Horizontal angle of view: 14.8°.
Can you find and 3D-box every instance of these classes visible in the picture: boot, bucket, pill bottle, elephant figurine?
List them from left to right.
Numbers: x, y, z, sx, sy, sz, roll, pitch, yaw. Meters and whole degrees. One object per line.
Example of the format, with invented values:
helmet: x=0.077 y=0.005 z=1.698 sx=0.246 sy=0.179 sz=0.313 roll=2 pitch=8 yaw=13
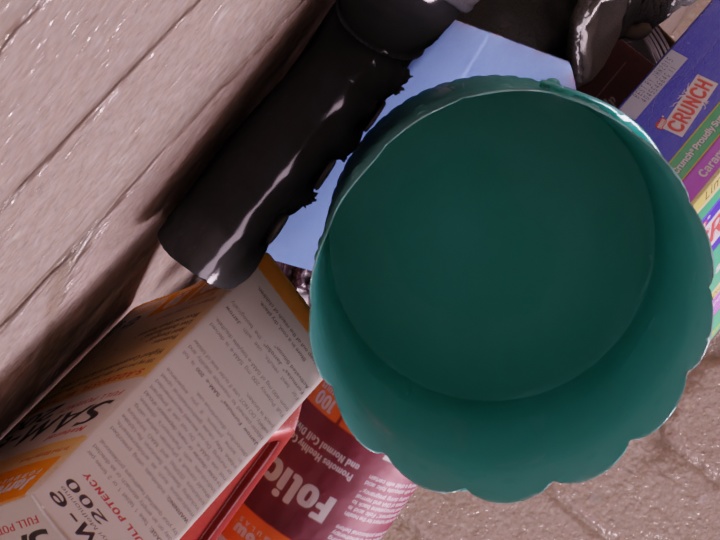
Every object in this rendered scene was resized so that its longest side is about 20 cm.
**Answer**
boot: x=-0.027 y=-0.079 z=1.309 sx=0.200 sy=0.066 sz=0.165 roll=-46 pitch=172 yaw=10
pill bottle: x=-0.033 y=0.136 z=1.741 sx=0.200 sy=0.114 sz=0.114 roll=-56 pitch=174 yaw=15
bucket: x=0.071 y=0.000 z=1.372 sx=0.207 sy=0.207 sz=0.135 roll=-52 pitch=-171 yaw=10
elephant figurine: x=0.106 y=-0.153 z=1.552 sx=0.200 sy=0.142 sz=0.155 roll=-44 pitch=-171 yaw=-4

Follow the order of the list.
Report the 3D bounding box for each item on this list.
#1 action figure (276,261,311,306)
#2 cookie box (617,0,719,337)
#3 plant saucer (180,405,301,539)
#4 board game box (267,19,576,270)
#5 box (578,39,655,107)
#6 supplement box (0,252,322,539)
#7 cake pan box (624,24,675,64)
action figure: x=0.000 y=0.000 z=1.543 sx=0.069 sy=0.199 sz=0.131 roll=-122 pitch=-143 yaw=-64
cookie box: x=0.181 y=-0.031 z=1.593 sx=0.171 sy=0.075 sz=0.200 roll=-47 pitch=156 yaw=-29
plant saucer: x=-0.135 y=0.139 z=1.585 sx=0.199 sy=0.037 sz=0.200 roll=-12 pitch=147 yaw=-43
board game box: x=0.019 y=-0.069 z=1.460 sx=0.200 sy=0.039 sz=0.158 roll=15 pitch=115 yaw=-38
box: x=0.075 y=-0.060 z=1.719 sx=0.166 sy=0.164 sz=0.200 roll=-49 pitch=174 yaw=-24
supplement box: x=-0.117 y=0.087 z=1.384 sx=0.126 sy=0.074 sz=0.200 roll=-22 pitch=-160 yaw=48
cake pan box: x=0.139 y=-0.103 z=1.859 sx=0.052 sy=0.184 sz=0.200 roll=-26 pitch=159 yaw=-49
